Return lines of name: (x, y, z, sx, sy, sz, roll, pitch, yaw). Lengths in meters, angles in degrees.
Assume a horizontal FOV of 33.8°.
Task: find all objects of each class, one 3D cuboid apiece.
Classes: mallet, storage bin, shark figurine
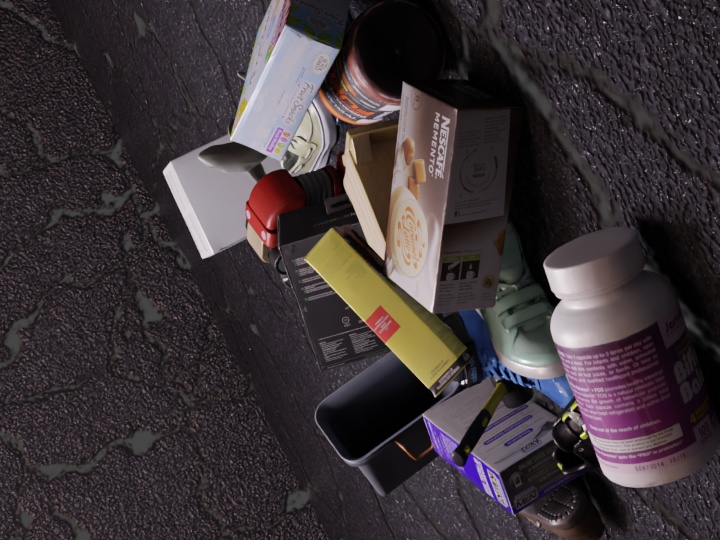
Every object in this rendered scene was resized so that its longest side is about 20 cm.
mallet: (0.148, 0.167, 1.332, 0.041, 0.201, 0.066, -22, 110, 33)
storage bin: (0.061, 0.220, 1.665, 0.146, 0.199, 0.135, 47, 169, 44)
shark figurine: (-0.134, -0.212, 1.705, 0.127, 0.217, 0.089, 35, 144, -19)

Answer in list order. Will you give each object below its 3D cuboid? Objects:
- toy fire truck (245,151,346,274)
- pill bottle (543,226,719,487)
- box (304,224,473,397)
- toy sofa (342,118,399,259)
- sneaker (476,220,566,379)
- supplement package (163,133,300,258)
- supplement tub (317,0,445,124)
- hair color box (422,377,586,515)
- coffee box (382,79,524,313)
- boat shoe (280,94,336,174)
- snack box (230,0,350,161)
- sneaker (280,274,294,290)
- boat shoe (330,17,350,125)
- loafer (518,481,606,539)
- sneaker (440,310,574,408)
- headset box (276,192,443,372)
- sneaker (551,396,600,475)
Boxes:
toy fire truck: (-0.051, -0.104, 1.557, 0.129, 0.174, 0.202, 51, 145, 39)
pill bottle: (0.227, 0.071, 1.010, 0.203, 0.111, 0.112, 67, 164, -14)
box: (0.032, 0.039, 1.251, 0.200, 0.050, 0.075, 47, -167, 5)
toy sofa: (0.048, -0.067, 1.360, 0.098, 0.081, 0.202, 97, 156, -58)
sneaker: (0.155, 0.021, 1.214, 0.201, 0.073, 0.120, -126, 18, -53)
supplement package: (-0.185, -0.134, 1.857, 0.158, 0.198, 0.111, 64, 164, -4)
supplement tub: (0.012, -0.215, 1.268, 0.108, 0.106, 0.200, 65, 165, -5)
hair color box: (0.168, 0.203, 1.412, 0.200, 0.108, 0.066, 28, 143, 65)
coffee box: (0.088, -0.075, 1.165, 0.114, 0.078, 0.203, 40, 129, 55)
boat shoe: (-0.077, -0.187, 1.679, 0.073, 0.061, 0.201, 58, 164, 17)
snack box: (-0.068, -0.247, 1.257, 0.169, 0.067, 0.202, 125, 161, -45)
sneaker: (-0.023, 0.000, 1.679, 0.076, 0.198, 0.092, -37, 40, 37)
boat shoe: (-0.043, -0.272, 1.424, 0.202, 0.068, 0.084, 63, 164, 4)
loafer: (0.227, 0.281, 1.406, 0.071, 0.073, 0.200, 44, 177, -13)
sneaker: (0.155, 0.105, 1.298, 0.200, 0.110, 0.077, 49, 159, 42)
headset box: (0.000, 0.000, 1.487, 0.093, 0.171, 0.202, -100, -8, -62)
sneaker: (0.232, 0.153, 1.173, 0.072, 0.082, 0.201, 53, 161, 30)
